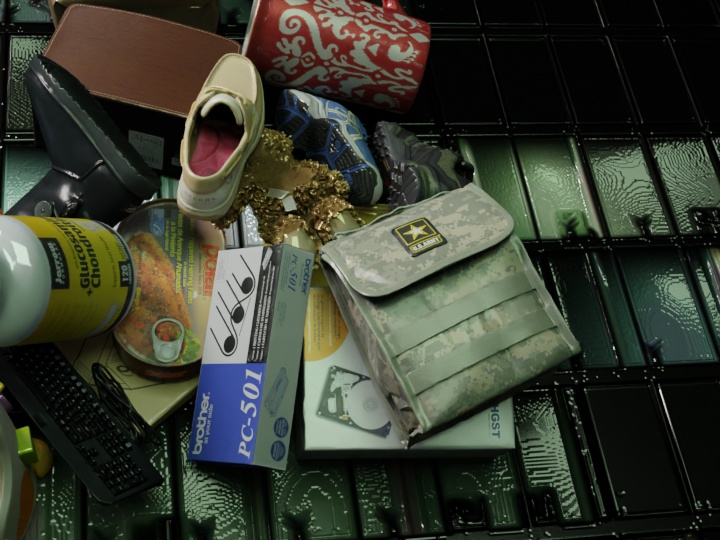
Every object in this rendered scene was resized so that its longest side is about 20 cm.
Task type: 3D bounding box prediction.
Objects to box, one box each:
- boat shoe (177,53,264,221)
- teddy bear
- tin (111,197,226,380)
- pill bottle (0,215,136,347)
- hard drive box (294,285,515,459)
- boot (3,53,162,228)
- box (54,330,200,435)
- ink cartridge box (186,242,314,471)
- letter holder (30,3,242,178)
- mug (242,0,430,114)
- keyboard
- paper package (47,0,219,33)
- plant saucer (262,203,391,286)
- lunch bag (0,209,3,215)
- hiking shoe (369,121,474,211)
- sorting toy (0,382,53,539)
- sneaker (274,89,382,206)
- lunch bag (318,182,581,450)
[{"bbox_3d":[-0.135,-0.146,1.213,0.073,0.069,0.201,9,57,-3],"label":"boat shoe"},{"bbox_3d":[-0.078,-0.069,1.242,0.200,0.067,0.145,32,60,27],"label":"teddy bear"},{"bbox_3d":[-0.187,0.017,1.206,0.111,0.042,0.201,0,54,-6],"label":"tin"},{"bbox_3d":[-0.293,0.009,1.068,0.112,0.112,0.200,40,16,18],"label":"pill bottle"},{"bbox_3d":[0.039,0.098,1.164,0.199,0.077,0.157,0,75,-10],"label":"hard drive box"},{"bbox_3d":[-0.313,-0.094,1.213,0.168,0.076,0.200,-43,76,9],"label":"boot"},{"bbox_3d":[-0.225,0.074,1.195,0.163,0.021,0.200,40,57,17],"label":"box"},{"bbox_3d":[-0.100,0.079,1.124,0.044,0.094,0.201,19,73,-44],"label":"ink cartridge box"},{"bbox_3d":[-0.240,-0.197,1.336,0.199,0.101,0.143,13,52,-1],"label":"letter holder"},{"bbox_3d":[-0.023,-0.274,1.383,0.199,0.178,0.134,15,24,-10],"label":"mug"},{"bbox_3d":[-0.247,0.116,1.097,0.200,0.040,0.104,47,29,17],"label":"keyboard"},{"bbox_3d":[-0.279,-0.359,1.440,0.190,0.104,0.201,-8,58,-16],"label":"paper package"},{"bbox_3d":[0.000,0.000,1.271,0.199,0.049,0.201,1,55,-8],"label":"plant saucer"},{"bbox_3d":[-0.434,-0.001,1.137,0.199,0.082,0.176,7,48,28],"label":"lunch bag"},{"bbox_3d":[0.067,-0.103,1.316,0.100,0.076,0.200,8,24,-17],"label":"hiking shoe"},{"bbox_3d":[-0.346,0.120,1.044,0.200,0.180,0.107,35,57,14],"label":"sorting toy"},{"bbox_3d":[-0.020,-0.140,1.331,0.077,0.076,0.200,-3,38,-31],"label":"sneaker"},{"bbox_3d":[0.072,0.029,1.088,0.163,0.118,0.201,-24,77,-15],"label":"lunch bag"}]
